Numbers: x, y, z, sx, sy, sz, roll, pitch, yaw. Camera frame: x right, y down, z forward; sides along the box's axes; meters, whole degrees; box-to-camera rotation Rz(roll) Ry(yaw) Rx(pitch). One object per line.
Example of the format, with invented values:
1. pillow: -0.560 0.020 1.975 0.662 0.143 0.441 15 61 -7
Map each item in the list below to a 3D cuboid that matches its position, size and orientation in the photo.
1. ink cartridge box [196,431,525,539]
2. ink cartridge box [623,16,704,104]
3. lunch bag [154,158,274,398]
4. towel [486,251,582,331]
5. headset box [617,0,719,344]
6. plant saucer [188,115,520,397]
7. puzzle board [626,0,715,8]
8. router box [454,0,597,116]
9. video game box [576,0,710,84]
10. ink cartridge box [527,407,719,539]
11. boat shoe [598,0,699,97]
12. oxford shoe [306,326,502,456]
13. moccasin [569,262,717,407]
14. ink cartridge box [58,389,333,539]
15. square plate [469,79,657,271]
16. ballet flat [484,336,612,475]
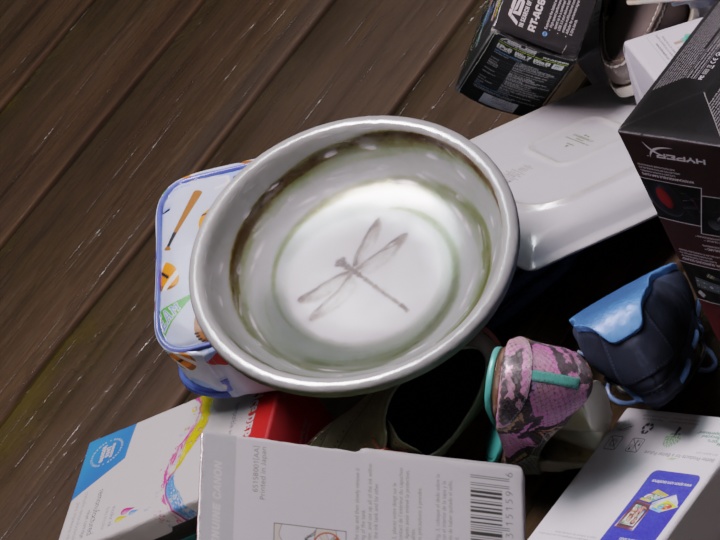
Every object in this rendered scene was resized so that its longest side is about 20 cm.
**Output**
1. ink cartridge box: -0.003 0.187 1.369 0.044 0.173 0.201 122 152 -60
2. ink cartridge box: 0.274 -0.112 1.647 0.199 0.077 0.137 -19 27 -3
3. lunch bag: -0.030 -0.009 1.726 0.199 0.076 0.161 -11 51 14
4. towel: 0.059 -0.019 1.818 0.111 0.049 0.200 -36 27 -17
5. headset box: 0.238 -0.048 1.493 0.075 0.200 0.149 11 53 43
6. plant saucer: 0.000 0.000 1.625 0.199 0.050 0.201 -9 52 11
7. puzzle board: 0.282 -0.191 1.710 0.150 0.017 0.200 -22 15 -30
8. router box: 0.133 -0.217 1.839 0.150 0.062 0.201 121 169 -77
9. video game box: 0.243 -0.222 1.933 0.182 0.047 0.200 -26 29 26
10. ink cartridge box: 0.129 0.158 1.469 0.200 0.039 0.099 -48 29 -24
11. boat shoe: 0.190 -0.194 1.840 0.072 0.060 0.200 -19 33 33
12. oxford shoe: 0.007 0.109 1.614 0.200 0.070 0.075 -52 -2 3
13. moccasin: 0.157 0.044 1.558 0.080 0.068 0.200 -30 -1 16
14. ink cartridge box: -0.085 0.133 1.736 0.199 0.067 0.116 -24 29 23
15. square plate: 0.144 -0.072 1.767 0.197 0.029 0.200 -25 24 -17
16. ballet flat: 0.106 0.081 1.551 0.200 0.071 0.069 79 -157 -77
